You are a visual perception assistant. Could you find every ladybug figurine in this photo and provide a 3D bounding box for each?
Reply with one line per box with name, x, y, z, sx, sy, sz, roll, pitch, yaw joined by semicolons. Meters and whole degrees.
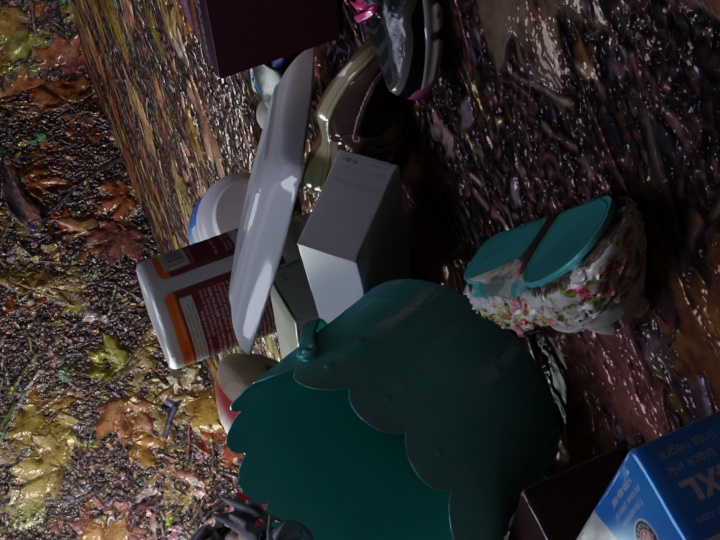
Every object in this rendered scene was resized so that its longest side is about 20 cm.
ladybug figurine;-0.051;0.134;0.988;0.199;0.073;0.135;30;-175;38

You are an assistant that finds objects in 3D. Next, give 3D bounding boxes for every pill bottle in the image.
pill bottle;-0.141;-0.055;1.390;0.200;0.111;0.114;164;86;-75
pill bottle;-0.118;0.014;1.204;0.114;0.198;0.116;161;90;-77

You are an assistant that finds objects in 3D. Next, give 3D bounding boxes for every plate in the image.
plate;-0.079;-0.064;1.011;0.201;0.032;0.201;-90;15;-51

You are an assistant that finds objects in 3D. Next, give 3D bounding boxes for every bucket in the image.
bucket;0.024;0.115;0.783;0.206;0.135;0.209;26;137;27

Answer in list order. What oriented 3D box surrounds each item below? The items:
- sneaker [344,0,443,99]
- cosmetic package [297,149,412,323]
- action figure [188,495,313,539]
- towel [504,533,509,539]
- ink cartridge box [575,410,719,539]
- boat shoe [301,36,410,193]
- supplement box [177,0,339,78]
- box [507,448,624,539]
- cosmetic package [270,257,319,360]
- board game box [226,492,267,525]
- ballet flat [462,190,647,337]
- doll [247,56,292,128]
sneaker;-0.011;-0.198;0.730;0.074;0.087;0.202;-162;54;-73
cosmetic package;0.000;0.000;0.894;0.201;0.050;0.083;79;-151;-62
action figure;-0.065;0.236;0.805;0.130;0.069;0.202;40;135;27
towel;0.108;0.227;0.985;0.200;0.023;0.154;131;119;-75
ink cartridge box;0.181;0.174;0.498;0.147;0.083;0.201;95;153;-59
boat shoe;0.009;-0.101;0.866;0.072;0.072;0.200;37;151;6
supplement box;-0.104;-0.264;0.959;0.086;0.109;0.201;88;158;-53
box;0.160;0.216;0.668;0.101;0.074;0.201;91;154;-57
cosmetic package;-0.019;0.073;1.107;0.201;0.102;0.073;84;160;-47
board game box;0.003;0.247;0.963;0.152;0.198;0.047;56;133;44
ballet flat;0.111;0.003;0.612;0.064;0.076;0.200;40;173;-7
doll;-0.091;-0.206;1.115;0.137;0.048;0.201;50;164;32
